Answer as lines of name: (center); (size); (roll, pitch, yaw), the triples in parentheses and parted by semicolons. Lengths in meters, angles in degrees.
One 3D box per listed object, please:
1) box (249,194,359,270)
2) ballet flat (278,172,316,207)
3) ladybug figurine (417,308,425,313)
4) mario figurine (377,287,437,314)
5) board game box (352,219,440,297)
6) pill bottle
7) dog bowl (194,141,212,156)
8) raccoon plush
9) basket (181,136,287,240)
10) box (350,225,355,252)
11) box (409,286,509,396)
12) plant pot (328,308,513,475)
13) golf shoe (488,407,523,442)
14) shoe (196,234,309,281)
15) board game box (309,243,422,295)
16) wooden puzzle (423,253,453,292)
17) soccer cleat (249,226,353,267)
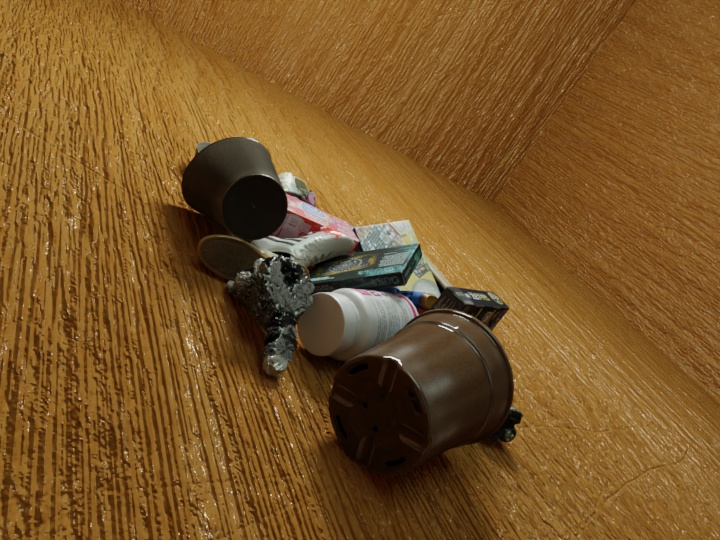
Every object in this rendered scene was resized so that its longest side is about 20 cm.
box: (-0.117, -0.074, 1.240); (0.200, 0.100, 0.096); (23, 21, -29)
ballet flat: (-0.148, -0.169, 1.336); (0.069, 0.071, 0.200); (-5, -6, 18)
ladybug figurine: (0.163, 0.139, 1.164); (0.200, 0.072, 0.136); (46, -17, 2)
mario figurine: (0.050, 0.059, 1.166); (0.200, 0.106, 0.123); (20, 35, 38)
board game box: (0.073, -0.004, 1.280); (0.135, 0.035, 0.200); (-9, 65, -26)
pill bottle: (-0.001, 0.087, 1.003); (0.113, 0.114, 0.200); (44, 21, 30)
dog bowl: (-0.275, -0.200, 1.358); (0.200, 0.059, 0.200); (29, 19, -11)
raccoon plush: (-0.154, 0.063, 0.913); (0.097, 0.134, 0.200); (41, 46, -27)
basket: (-0.208, -0.139, 1.087); (0.200, 0.180, 0.136); (42, -18, 56)
box: (0.002, -0.057, 1.482); (0.200, 0.048, 0.122); (12, 28, -49)
box: (0.137, 0.120, 1.017); (0.049, 0.200, 0.161); (46, 23, 30)
plant pot: (0.074, 0.167, 0.835); (0.200, 0.201, 0.198); (42, 28, 23)
golf shoe: (0.171, 0.227, 1.040); (0.200, 0.077, 0.088); (28, -1, -23)
shoe: (-0.181, -0.007, 1.037); (0.200, 0.070, 0.053); (21, -6, -31)
board game box: (0.000, 0.000, 1.121); (0.135, 0.199, 0.028); (-53, 131, -60)
wooden puzzle: (0.156, 0.019, 1.445); (0.185, 0.037, 0.200); (51, -5, 21)
soccer cleat: (-0.105, -0.031, 1.137); (0.199, 0.069, 0.085); (-2, 43, -19)
